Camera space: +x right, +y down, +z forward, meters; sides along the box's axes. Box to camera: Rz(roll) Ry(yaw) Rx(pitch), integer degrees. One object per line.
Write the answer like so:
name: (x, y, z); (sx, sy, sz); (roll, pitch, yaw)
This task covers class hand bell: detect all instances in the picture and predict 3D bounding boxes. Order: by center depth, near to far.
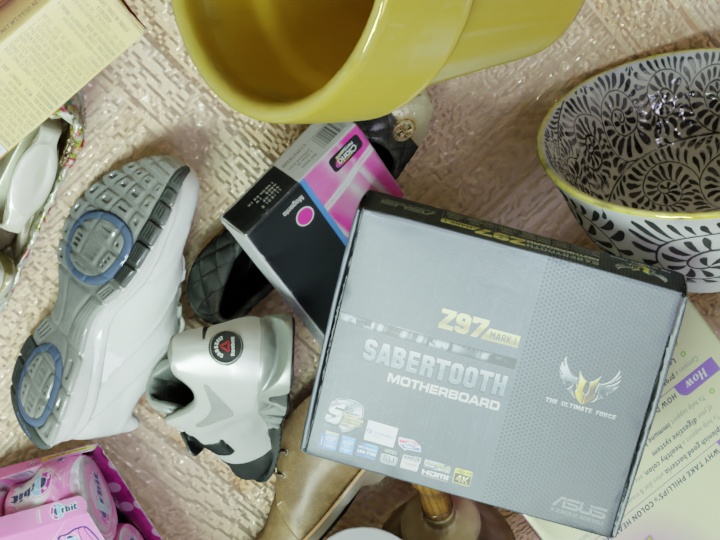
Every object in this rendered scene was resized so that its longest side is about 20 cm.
hand bell: (0.051, 0.151, 1.235); (0.103, 0.105, 0.201); (-25, 149, -9)

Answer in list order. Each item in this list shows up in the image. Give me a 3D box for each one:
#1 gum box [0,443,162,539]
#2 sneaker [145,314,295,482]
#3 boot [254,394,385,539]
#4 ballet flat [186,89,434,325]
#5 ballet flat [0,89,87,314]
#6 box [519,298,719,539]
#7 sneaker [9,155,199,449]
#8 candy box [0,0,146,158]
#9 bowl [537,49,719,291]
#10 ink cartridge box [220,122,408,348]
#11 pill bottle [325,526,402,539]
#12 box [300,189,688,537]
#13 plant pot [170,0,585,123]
gum box: (-0.184, 0.204, 1.200); (0.112, 0.066, 0.201); (-17, 128, 13)
sneaker: (-0.089, 0.077, 1.164); (0.087, 0.075, 0.200); (1, 154, -5)
boot: (-0.035, 0.140, 1.268); (0.075, 0.074, 0.200); (41, 106, -1)
ballet flat: (-0.025, -0.037, 1.157); (0.200, 0.057, 0.066); (-45, 124, -1)
ballet flat: (-0.213, -0.028, 1.073); (0.075, 0.064, 0.201); (13, 113, -31)
box: (0.184, 0.120, 1.263); (0.175, 0.097, 0.201); (-38, 86, 0)
sneaker: (-0.144, 0.018, 1.141); (0.087, 0.075, 0.201); (5, 121, -45)
candy box: (-0.218, -0.100, 0.994); (0.200, 0.116, 0.055); (-41, 126, 2)
bowl: (0.213, -0.050, 1.164); (0.199, 0.201, 0.095); (-19, 124, -13)
ink cartridge box: (0.000, 0.000, 1.151); (0.095, 0.037, 0.200); (-46, 135, -10)
pill bottle: (-0.013, 0.251, 1.257); (0.110, 0.112, 0.201); (-10, 151, -19)
box: (0.077, 0.055, 1.100); (0.198, 0.051, 0.159); (15, 107, 3)
plant pot: (0.022, -0.182, 1.023); (0.188, 0.200, 0.202); (-4, 122, -41)
